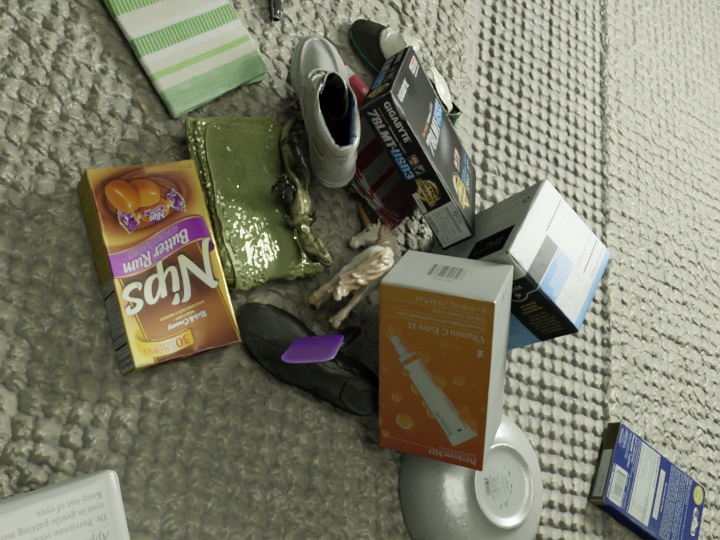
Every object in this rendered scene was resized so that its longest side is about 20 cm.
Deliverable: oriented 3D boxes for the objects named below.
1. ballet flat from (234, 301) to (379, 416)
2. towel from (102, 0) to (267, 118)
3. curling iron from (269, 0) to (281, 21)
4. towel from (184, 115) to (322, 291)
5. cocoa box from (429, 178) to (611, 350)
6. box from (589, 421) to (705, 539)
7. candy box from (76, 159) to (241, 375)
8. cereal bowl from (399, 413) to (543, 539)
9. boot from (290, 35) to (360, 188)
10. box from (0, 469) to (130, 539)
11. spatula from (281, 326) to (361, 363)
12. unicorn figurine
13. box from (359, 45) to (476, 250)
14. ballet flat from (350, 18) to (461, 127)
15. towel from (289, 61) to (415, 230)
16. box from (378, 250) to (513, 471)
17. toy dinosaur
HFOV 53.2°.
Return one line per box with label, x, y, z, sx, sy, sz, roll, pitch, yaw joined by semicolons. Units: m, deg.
ballet flat;-0.059;0.102;0.810;0.199;0.057;0.067;36;87;-12
towel;-0.212;-0.293;0.842;0.152;0.023;0.202;-35;96;-34
curling iron;-0.105;-0.419;0.944;0.049;0.025;0.204;10;70;-26
towel;-0.118;-0.081;0.816;0.147;0.036;0.203;-10;81;-45
cocoa box;0.178;0.007;0.886;0.131;0.199;0.134;44;57;-13
box;0.420;0.325;1.044;0.199;0.032;0.122;36;60;-16
candy box;-0.206;-0.006;0.737;0.115;0.056;0.203;-12;83;-35
cereal bowl;0.148;0.259;0.862;0.197;0.083;0.204;10;71;-30
boot;-0.034;-0.202;0.817;0.072;0.096;0.203;-8;71;-15
box;-0.277;0.262;0.522;0.197;0.199;0.174;-10;79;-34
spatula;-0.030;0.075;0.758;0.200;0.056;0.021;-1;85;-76
unicorn figurine;0.000;0.000;0.830;0.137;0.200;0.074;-46;107;-6
box;0.081;-0.157;0.891;0.200;0.049;0.201;59;24;-21
ballet flat;0.070;-0.275;0.986;0.200;0.068;0.068;49;50;-10
towel;0.012;-0.166;0.928;0.200;0.023;0.144;49;44;-10
box;0.091;0.095;0.784;0.097;0.122;0.203;-44;138;-58
toy dinosaur;-0.072;-0.103;0.798;0.047;0.088;0.203;-11;72;2
